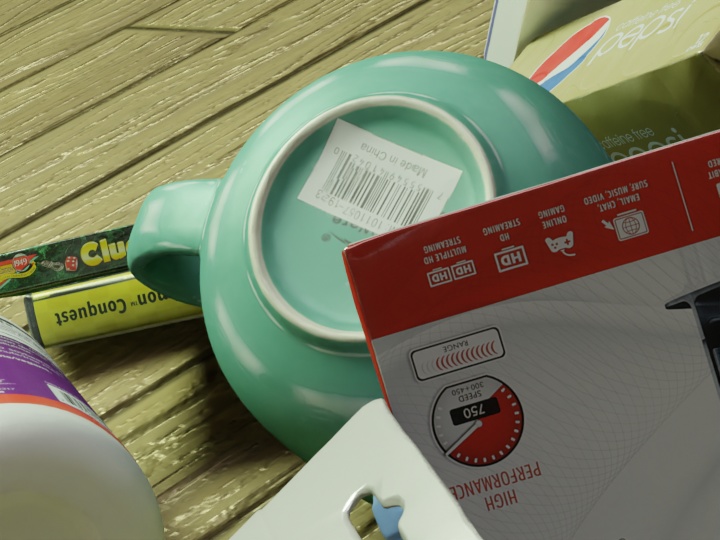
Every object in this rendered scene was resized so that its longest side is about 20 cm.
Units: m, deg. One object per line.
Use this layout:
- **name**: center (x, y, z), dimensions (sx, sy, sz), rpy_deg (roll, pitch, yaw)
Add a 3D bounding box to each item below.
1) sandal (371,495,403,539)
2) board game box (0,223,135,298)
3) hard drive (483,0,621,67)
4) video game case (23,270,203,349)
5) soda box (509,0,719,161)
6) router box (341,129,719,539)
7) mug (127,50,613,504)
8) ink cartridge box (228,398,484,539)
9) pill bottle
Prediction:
- **sandal**: center (0.077, 0.084, 0.666), dimensions (0.200, 0.087, 0.080), rpy_deg (-6, 23, 25)
- **board game box**: center (-0.082, -0.016, 1.059), dimensions (0.200, 0.024, 0.105), rpy_deg (-12, 2, 3)
- **hard drive**: center (0.154, -0.145, 0.958), dimensions (0.200, 0.025, 0.132), rpy_deg (-20, -21, -12)
- **video game case**: center (-0.024, -0.004, 0.958), dimensions (0.180, 0.026, 0.200), rpy_deg (-12, 1, 16)
- **soda box**: center (0.116, -0.065, 0.847), dimensions (0.068, 0.064, 0.200), rpy_deg (-50, 13, -20)
- **router box**: center (0.116, 0.050, 0.581), dimensions (0.200, 0.180, 0.049), rpy_deg (-17, -3, 4)
- **mug**: center (0.007, 0.007, 0.769), dimensions (0.185, 0.114, 0.152), rpy_deg (-23, 64, 11)
- **ink cartridge box**: center (-0.031, 0.138, 0.537), dimensions (0.200, 0.068, 0.115), rpy_deg (-46, 23, 3)
- **pill bottle**: center (-0.150, 0.079, 0.825), dimensions (0.112, 0.113, 0.200), rpy_deg (-24, 21, -14)
